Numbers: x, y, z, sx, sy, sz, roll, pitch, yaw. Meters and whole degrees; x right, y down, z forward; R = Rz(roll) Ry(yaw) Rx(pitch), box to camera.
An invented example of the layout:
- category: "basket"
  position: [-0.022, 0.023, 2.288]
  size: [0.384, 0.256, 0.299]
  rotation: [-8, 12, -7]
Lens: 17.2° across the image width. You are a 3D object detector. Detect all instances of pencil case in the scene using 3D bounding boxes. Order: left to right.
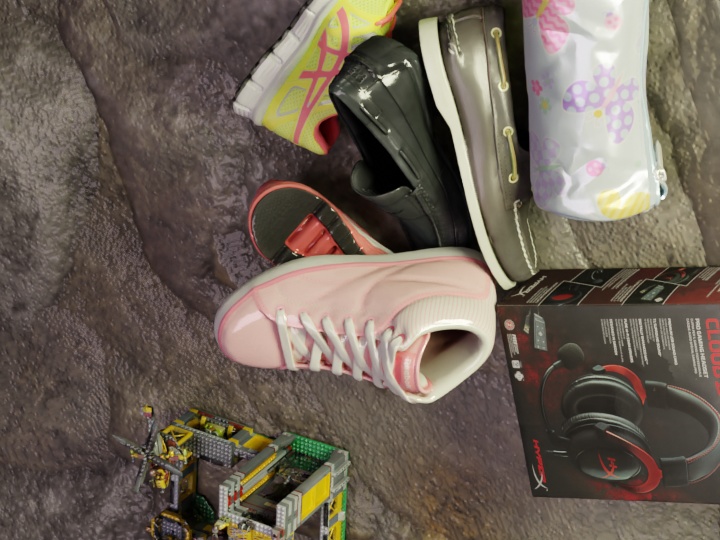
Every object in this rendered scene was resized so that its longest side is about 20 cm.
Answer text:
- category: "pencil case"
  position: [0.151, -0.132, 1.548]
  size: [0.091, 0.083, 0.200]
  rotation: [13, 117, 41]

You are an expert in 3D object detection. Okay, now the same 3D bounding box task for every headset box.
- category: "headset box"
  position: [0.207, 0.077, 1.615]
  size: [0.200, 0.075, 0.149]
  rotation: [0, 111, 31]

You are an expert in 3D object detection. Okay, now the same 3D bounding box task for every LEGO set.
- category: "LEGO set"
  position: [-0.102, 0.194, 1.826]
  size: [0.200, 0.116, 0.154]
  rotation: [24, 122, 20]

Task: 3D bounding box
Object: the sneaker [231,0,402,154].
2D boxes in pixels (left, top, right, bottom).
- category: "sneaker"
  position: [-0.004, -0.157, 1.645]
  size: [0.090, 0.078, 0.200]
  rotation: [40, 131, -2]

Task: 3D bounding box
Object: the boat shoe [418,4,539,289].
- category: "boat shoe"
  position: [0.094, -0.082, 1.614]
  size: [0.061, 0.072, 0.201]
  rotation: [-15, 112, 9]

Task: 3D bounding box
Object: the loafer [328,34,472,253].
- category: "loafer"
  position: [0.024, -0.069, 1.631]
  size: [0.068, 0.070, 0.201]
  rotation: [30, 151, 43]

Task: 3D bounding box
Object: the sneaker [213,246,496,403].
- category: "sneaker"
  position: [-0.002, 0.044, 1.623]
  size: [0.200, 0.105, 0.075]
  rotation: [-10, 126, 2]

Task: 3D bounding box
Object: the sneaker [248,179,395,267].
- category: "sneaker"
  position: [0.000, 0.000, 1.716]
  size: [0.074, 0.087, 0.200]
  rotation: [-45, 106, 6]
